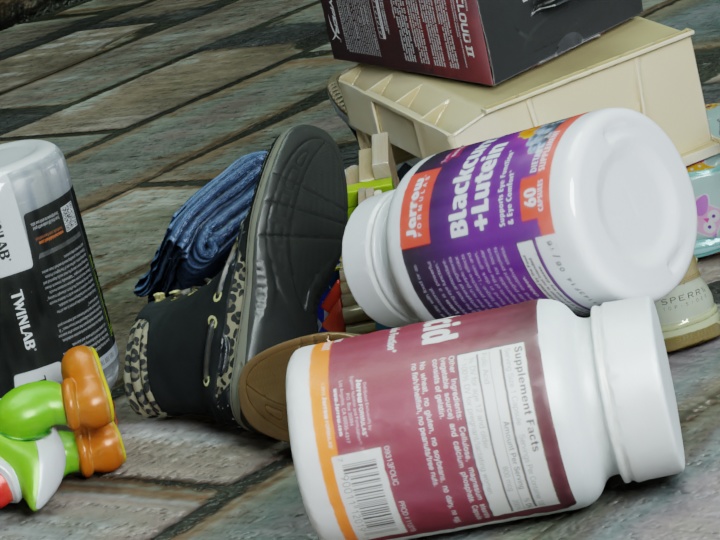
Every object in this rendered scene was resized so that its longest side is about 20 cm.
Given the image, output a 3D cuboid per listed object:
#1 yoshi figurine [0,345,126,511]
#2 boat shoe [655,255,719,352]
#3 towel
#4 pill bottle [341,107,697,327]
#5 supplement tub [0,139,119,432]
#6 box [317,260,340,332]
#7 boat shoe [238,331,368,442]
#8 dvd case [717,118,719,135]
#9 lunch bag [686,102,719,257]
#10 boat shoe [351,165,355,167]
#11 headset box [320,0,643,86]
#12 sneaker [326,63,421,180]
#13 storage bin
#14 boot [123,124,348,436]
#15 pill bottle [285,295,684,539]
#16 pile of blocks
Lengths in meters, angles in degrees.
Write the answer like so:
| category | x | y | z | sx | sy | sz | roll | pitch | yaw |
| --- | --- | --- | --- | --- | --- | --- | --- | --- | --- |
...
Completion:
| category | x | y | z | sx | sy | sz | roll | pitch | yaw |
| --- | --- | --- | --- | --- | --- | --- | --- | --- | --- |
| yoshi figurine | -0.257 | 0.108 | 1.550 | 0.199 | 0.113 | 0.112 | -20 | 1 | -13 |
| boat shoe | 0.180 | 0.000 | 1.606 | 0.074 | 0.067 | 0.200 | -17 | 15 | -16 |
| towel | -0.108 | -0.027 | 1.800 | 0.112 | 0.049 | 0.200 | -42 | -5 | -18 |
| pill bottle | 0.085 | -0.021 | 1.402 | 0.199 | 0.112 | 0.111 | -13 | 10 | 46 |
| supplement tub | -0.233 | 0.023 | 1.635 | 0.122 | 0.201 | 0.123 | -14 | 14 | 3 |
| box | 0.018 | 0.014 | 1.697 | 0.199 | 0.071 | 0.064 | -14 | 15 | -2 |
| boat shoe | 0.025 | 0.069 | 1.509 | 0.199 | 0.073 | 0.072 | -11 | -6 | 15 |
| dvd case | 0.332 | -0.110 | 1.683 | 0.148 | 0.016 | 0.200 | -14 | -3 | 16 |
| lunch bag | 0.210 | -0.061 | 1.789 | 0.159 | 0.078 | 0.200 | -11 | 15 | 15 |
| boat shoe | -0.050 | 0.006 | 1.781 | 0.200 | 0.066 | 0.072 | -42 | -6 | -31 |
| headset box | 0.088 | -0.196 | 1.711 | 0.148 | 0.078 | 0.199 | -28 | 25 | -31 |
| sneaker | 0.041 | -0.080 | 1.904 | 0.070 | 0.109 | 0.200 | -25 | 39 | -22 |
| storage bin | 0.115 | -0.115 | 1.727 | 0.197 | 0.094 | 0.200 | -22 | 24 | -18 |
| boot | -0.088 | 0.007 | 1.613 | 0.073 | 0.205 | 0.153 | 17 | -13 | -37 |
| pill bottle | 0.068 | 0.079 | 1.313 | 0.199 | 0.115 | 0.114 | -11 | 14 | 9 |
| pile of blocks | 0.000 | 0.000 | 1.604 | 0.062 | 0.082 | 0.201 | -11 | 54 | 6 |
